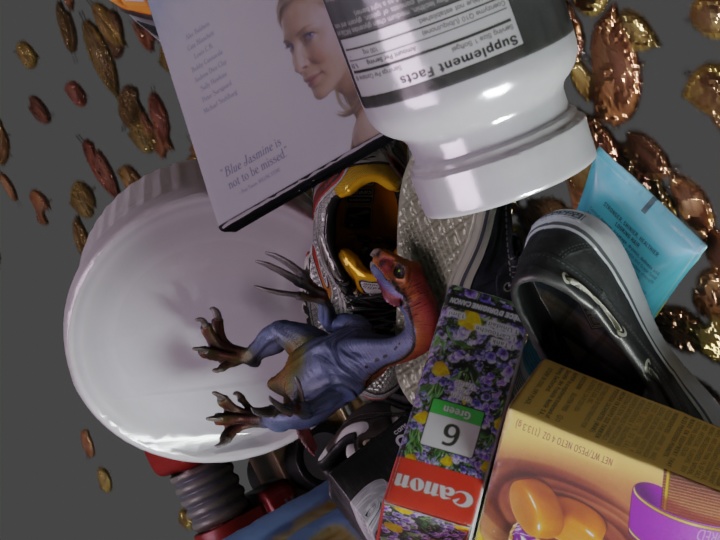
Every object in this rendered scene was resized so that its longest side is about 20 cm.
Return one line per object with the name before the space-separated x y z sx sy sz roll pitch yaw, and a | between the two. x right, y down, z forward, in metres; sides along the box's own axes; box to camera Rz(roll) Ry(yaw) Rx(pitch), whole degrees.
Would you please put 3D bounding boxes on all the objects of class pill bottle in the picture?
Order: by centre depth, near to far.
pill bottle | 0.042 -0.135 0.979 0.116 0.116 0.201 -2 112 61

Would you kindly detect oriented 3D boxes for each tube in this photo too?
tube | 0.124 0.026 1.053 0.077 0.050 0.200 41 142 19

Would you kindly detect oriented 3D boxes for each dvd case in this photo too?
dvd case | -0.058 -0.142 1.139 0.142 0.018 0.201 -28 73 34

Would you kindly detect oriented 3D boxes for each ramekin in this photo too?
ramekin | -0.097 0.019 1.278 0.094 0.202 0.203 -109 9 -60

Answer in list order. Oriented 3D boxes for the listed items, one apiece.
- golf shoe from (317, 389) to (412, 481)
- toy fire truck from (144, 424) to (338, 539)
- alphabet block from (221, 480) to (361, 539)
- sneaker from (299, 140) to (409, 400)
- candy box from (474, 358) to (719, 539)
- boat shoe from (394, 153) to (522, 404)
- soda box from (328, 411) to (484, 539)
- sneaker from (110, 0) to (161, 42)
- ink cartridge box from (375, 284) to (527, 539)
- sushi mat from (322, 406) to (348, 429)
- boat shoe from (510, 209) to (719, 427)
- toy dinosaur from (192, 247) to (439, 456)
golf shoe | 0.048 0.120 1.205 0.200 0.094 0.078 -1 120 61
toy fire truck | -0.115 0.168 1.391 0.176 0.200 0.129 64 151 -1
alphabet block | 0.015 0.272 1.289 0.195 0.196 0.201 35 142 46
sneaker | 0.000 0.000 1.180 0.082 0.078 0.201 -101 3 -55
candy box | 0.160 0.136 0.956 0.199 0.056 0.117 22 124 16
boat shoe | 0.063 -0.010 1.112 0.075 0.062 0.201 39 135 45
soda box | 0.064 0.181 1.110 0.200 0.063 0.071 52 169 12
sneaker | -0.080 -0.161 1.232 0.200 0.078 0.077 30 167 40
ink cartridge box | 0.038 0.120 1.014 0.050 0.200 0.109 16 148 6
sushi mat | -0.048 0.071 1.424 0.096 0.012 0.201 -24 93 61
boat shoe | 0.133 0.063 1.003 0.068 0.057 0.200 -15 115 40
toy dinosaur | -0.014 0.043 1.159 0.181 0.200 0.105 -12 76 30
